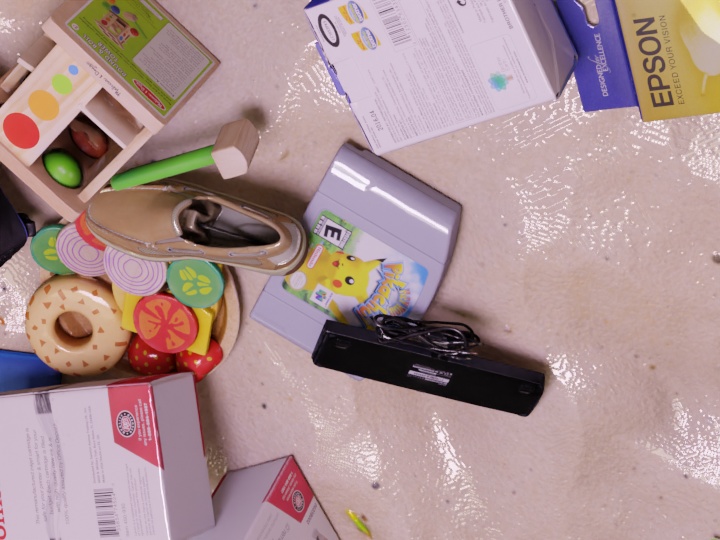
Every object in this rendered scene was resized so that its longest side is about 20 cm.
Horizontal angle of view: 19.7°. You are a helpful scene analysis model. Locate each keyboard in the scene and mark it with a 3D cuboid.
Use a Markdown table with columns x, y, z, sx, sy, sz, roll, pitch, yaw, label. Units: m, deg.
| x | y | z | sx | sy | sz | roll | pitch | yaw | label |
| --- | --- | --- | --- | --- | --- | --- | --- | --- | --- |
| 0.064 | 0.070 | 1.762 | 0.199 | 0.040 | 0.104 | 14 | 152 | -7 | keyboard |

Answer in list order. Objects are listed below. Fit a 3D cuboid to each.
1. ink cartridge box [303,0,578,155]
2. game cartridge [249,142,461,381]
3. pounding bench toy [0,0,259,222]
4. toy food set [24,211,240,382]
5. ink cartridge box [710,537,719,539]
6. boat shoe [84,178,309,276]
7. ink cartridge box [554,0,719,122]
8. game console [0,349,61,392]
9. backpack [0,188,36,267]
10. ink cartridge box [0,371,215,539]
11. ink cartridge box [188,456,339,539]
| x | y | z | sx | sy | sz | roll | pitch | yaw | label |
| --- | --- | --- | --- | --- | --- | --- | --- | --- | --- |
| 0.049 | -0.179 | 1.615 | 0.200 | 0.076 | 0.137 | -17 | 111 | 28 | ink cartridge box |
| 0.000 | 0.000 | 1.766 | 0.133 | 0.041 | 0.200 | 28 | 125 | -2 | game cartridge |
| -0.201 | -0.117 | 1.714 | 0.200 | 0.124 | 0.156 | 43 | 124 | -8 | pounding bench toy |
| -0.203 | 0.022 | 1.844 | 0.199 | 0.049 | 0.198 | 18 | 123 | 10 | toy food set |
| 0.388 | 0.329 | 1.794 | 0.199 | 0.076 | 0.148 | 11 | 122 | 12 | ink cartridge box |
| -0.144 | -0.043 | 1.729 | 0.199 | 0.076 | 0.072 | 7 | 83 | 16 | boat shoe |
| 0.237 | -0.211 | 1.551 | 0.199 | 0.047 | 0.198 | -8 | 116 | 21 | ink cartridge box |
| -0.368 | 0.162 | 2.004 | 0.199 | 0.119 | 0.171 | 6 | 152 | 17 | game console |
| -0.418 | -0.046 | 1.826 | 0.200 | 0.135 | 0.183 | -24 | 103 | 38 | backpack |
| -0.242 | 0.173 | 1.850 | 0.199 | 0.083 | 0.147 | -6 | 93 | 26 | ink cartridge box |
| -0.072 | 0.296 | 1.900 | 0.083 | 0.145 | 0.200 | -18 | 113 | 27 | ink cartridge box |
